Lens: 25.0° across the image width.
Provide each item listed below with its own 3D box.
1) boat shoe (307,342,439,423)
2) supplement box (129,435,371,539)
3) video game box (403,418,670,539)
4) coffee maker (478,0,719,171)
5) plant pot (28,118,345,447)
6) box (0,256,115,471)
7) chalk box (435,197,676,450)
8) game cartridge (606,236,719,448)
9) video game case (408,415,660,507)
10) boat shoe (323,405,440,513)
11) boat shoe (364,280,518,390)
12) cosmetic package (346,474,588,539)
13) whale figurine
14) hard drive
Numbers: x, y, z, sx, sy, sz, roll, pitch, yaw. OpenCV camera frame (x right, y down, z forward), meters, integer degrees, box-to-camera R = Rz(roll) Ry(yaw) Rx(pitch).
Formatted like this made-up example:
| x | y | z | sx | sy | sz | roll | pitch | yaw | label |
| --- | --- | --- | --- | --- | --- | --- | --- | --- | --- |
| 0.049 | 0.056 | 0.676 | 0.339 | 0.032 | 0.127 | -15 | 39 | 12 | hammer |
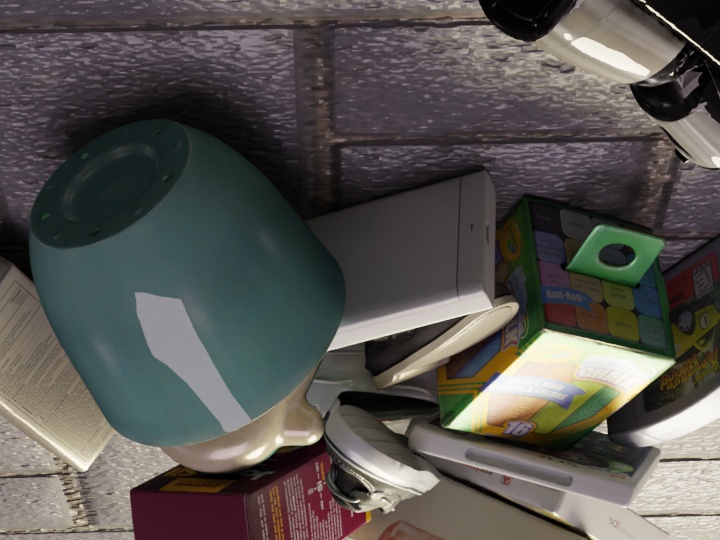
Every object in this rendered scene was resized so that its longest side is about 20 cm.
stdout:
| x | y | z | sx | sy | sz | roll | pitch | yaw | label |
| --- | --- | --- | --- | --- | --- | --- | --- | --- | --- |
| -0.026 | 0.100 | 1.334 | 0.200 | 0.069 | 0.072 | -1 | 145 | -4 | boat shoe |
| -0.085 | 0.191 | 1.323 | 0.110 | 0.086 | 0.200 | -1 | -171 | 27 | supplement box |
| 0.158 | 0.202 | 1.471 | 0.182 | 0.047 | 0.200 | 20 | 170 | 41 | video game box |
| 0.199 | -0.171 | 0.943 | 0.200 | 0.135 | 0.192 | 26 | 136 | -35 | coffee maker |
| -0.133 | -0.006 | 1.123 | 0.200 | 0.201 | 0.161 | -16 | 130 | 19 | plant pot |
| -0.267 | 0.068 | 1.282 | 0.078 | 0.095 | 0.200 | 25 | 162 | 38 | box |
| 0.156 | 0.034 | 1.248 | 0.124 | 0.124 | 0.200 | 13 | 143 | -22 | chalk box |
| 0.264 | 0.056 | 1.277 | 0.041 | 0.133 | 0.200 | 19 | 140 | -29 | game cartridge |
| 0.151 | 0.148 | 1.357 | 0.182 | 0.023 | 0.200 | 14 | -174 | 15 | video game case |
| 0.009 | 0.163 | 1.288 | 0.071 | 0.072 | 0.200 | -44 | 154 | 3 | boat shoe |
| 0.050 | 0.037 | 1.218 | 0.073 | 0.063 | 0.200 | -18 | 170 | -26 | boat shoe |
| 0.098 | 0.240 | 1.427 | 0.200 | 0.087 | 0.103 | 22 | 172 | 20 | cosmetic package |
| -0.080 | 0.072 | 1.272 | 0.200 | 0.159 | 0.104 | -40 | 168 | -6 | whale figurine |
| 0.000 | 0.000 | 1.182 | 0.200 | 0.132 | 0.027 | -15 | 129 | 18 | hard drive |
